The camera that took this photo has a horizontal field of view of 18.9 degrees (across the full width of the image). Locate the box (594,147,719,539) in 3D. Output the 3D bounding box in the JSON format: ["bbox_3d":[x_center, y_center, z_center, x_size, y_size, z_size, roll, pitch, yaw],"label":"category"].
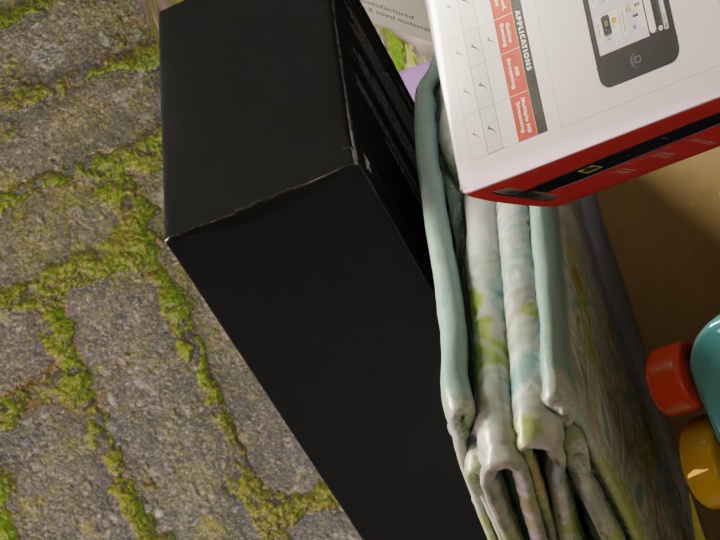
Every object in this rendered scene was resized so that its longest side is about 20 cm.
[{"bbox_3d":[0.172,0.030,0.706,0.021,0.163,0.201,-29,-78,-56],"label":"box"}]

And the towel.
[{"bbox_3d":[0.070,0.039,0.754,0.200,0.048,0.171,-89,-22,-47],"label":"towel"}]

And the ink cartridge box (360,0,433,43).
[{"bbox_3d":[0.032,-0.200,0.812,0.125,0.129,0.200,20,148,12],"label":"ink cartridge box"}]

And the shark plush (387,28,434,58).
[{"bbox_3d":[0.026,-0.186,0.967,0.083,0.091,0.201,-19,73,52],"label":"shark plush"}]

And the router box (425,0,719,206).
[{"bbox_3d":[0.091,-0.138,0.606,0.179,0.049,0.201,-19,75,40],"label":"router box"}]

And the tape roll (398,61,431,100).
[{"bbox_3d":[0.086,-0.014,0.986,0.200,0.199,0.066,90,-158,-68],"label":"tape roll"}]

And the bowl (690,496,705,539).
[{"bbox_3d":[0.159,0.119,1.127,0.200,0.107,0.201,159,90,-82],"label":"bowl"}]

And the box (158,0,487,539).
[{"bbox_3d":[0.000,0.000,0.826,0.141,0.079,0.200,-101,-15,-50],"label":"box"}]

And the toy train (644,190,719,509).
[{"bbox_3d":[0.188,0.045,0.653,0.200,0.056,0.151,34,119,19],"label":"toy train"}]
